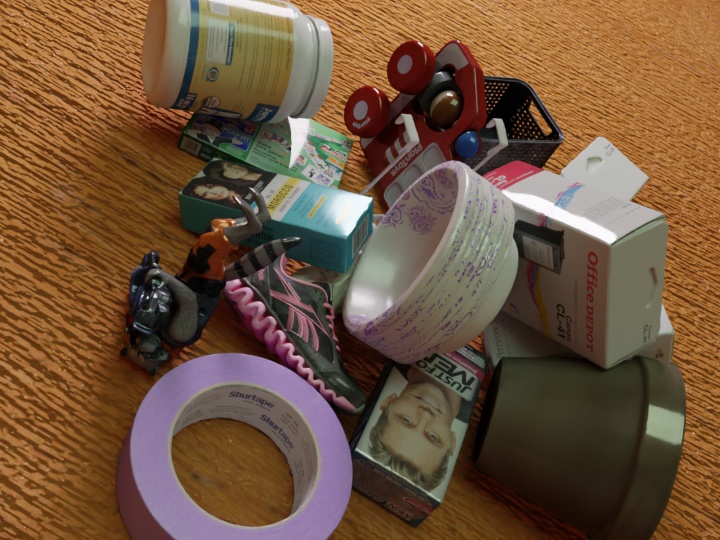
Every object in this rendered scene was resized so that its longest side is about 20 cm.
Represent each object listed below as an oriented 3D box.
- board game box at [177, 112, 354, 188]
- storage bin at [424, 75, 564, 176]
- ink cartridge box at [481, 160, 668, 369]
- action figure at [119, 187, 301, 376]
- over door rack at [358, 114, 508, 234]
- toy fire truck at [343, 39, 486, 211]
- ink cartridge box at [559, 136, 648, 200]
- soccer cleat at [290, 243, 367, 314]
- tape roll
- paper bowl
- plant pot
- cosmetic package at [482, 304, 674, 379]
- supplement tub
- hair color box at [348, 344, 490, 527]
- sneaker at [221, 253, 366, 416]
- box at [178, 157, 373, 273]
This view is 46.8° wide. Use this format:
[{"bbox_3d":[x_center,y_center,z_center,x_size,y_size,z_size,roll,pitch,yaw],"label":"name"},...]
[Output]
[{"bbox_3d":[-0.114,-0.160,1.049,0.199,0.029,0.135,25,44,-9],"label":"board game box"},{"bbox_3d":[0.177,-0.203,1.208,0.199,0.094,0.136,-5,56,-32],"label":"storage bin"},{"bbox_3d":[0.208,-0.012,0.867,0.085,0.149,0.200,-24,33,-25],"label":"ink cartridge box"},{"bbox_3d":[-0.151,0.020,0.768,0.104,0.194,0.200,38,8,-19],"label":"action figure"},{"bbox_3d":[0.069,-0.088,0.965,0.147,0.200,0.067,-5,56,-35],"label":"over door rack"},{"bbox_3d":[0.084,-0.183,1.064,0.112,0.200,0.169,11,46,-49],"label":"toy fire truck"},{"bbox_3d":[0.248,-0.050,1.039,0.083,0.200,0.145,42,45,9],"label":"ink cartridge box"},{"bbox_3d":[0.000,0.000,0.941,0.199,0.078,0.070,-14,60,-37],"label":"soccer cleat"},{"bbox_3d":[-0.110,0.175,0.737,0.199,0.066,0.201,16,47,-18],"label":"tape roll"},{"bbox_3d":[0.078,0.001,0.831,0.104,0.200,0.201,34,42,-18],"label":"paper bowl"},{"bbox_3d":[0.214,0.168,0.858,0.172,0.201,0.201,16,44,5],"label":"plant pot"},{"bbox_3d":[0.241,0.071,0.950,0.198,0.074,0.102,-12,47,5],"label":"cosmetic package"},{"bbox_3d":[-0.146,-0.254,0.987,0.199,0.145,0.145,3,51,-27],"label":"supplement tub"},{"bbox_3d":[0.059,0.148,0.860,0.100,0.061,0.200,31,45,-2],"label":"hair color box"},{"bbox_3d":[-0.053,0.056,0.844,0.095,0.079,0.200,-39,78,-17],"label":"sneaker"},{"bbox_3d":[-0.091,-0.063,0.910,0.199,0.049,0.082,15,42,15],"label":"box"}]
